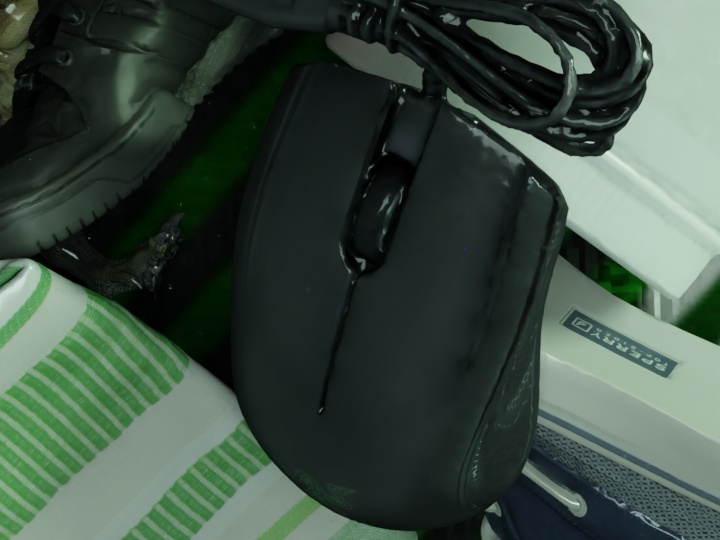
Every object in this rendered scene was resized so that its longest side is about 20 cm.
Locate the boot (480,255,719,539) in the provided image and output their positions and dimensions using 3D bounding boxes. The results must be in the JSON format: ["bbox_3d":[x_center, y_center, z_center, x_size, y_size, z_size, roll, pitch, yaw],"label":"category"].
[{"bbox_3d":[0.044,0.047,0.802,0.199,0.073,0.091,30,122,19],"label":"boot"}]

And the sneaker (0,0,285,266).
[{"bbox_3d":[-0.065,-0.099,0.758,0.200,0.060,0.104,-45,113,-28],"label":"sneaker"}]

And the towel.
[{"bbox_3d":[-0.086,0.090,0.778,0.153,0.023,0.200,-46,134,2],"label":"towel"}]

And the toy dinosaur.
[{"bbox_3d":[-0.108,0.004,0.807,0.088,0.047,0.201,24,96,6],"label":"toy dinosaur"}]

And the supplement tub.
[{"bbox_3d":[0.097,-0.108,0.765,0.132,0.132,0.200,34,95,-9],"label":"supplement tub"}]

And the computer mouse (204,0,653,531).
[{"bbox_3d":[0.000,0.000,0.719,0.138,0.053,0.201,23,134,23],"label":"computer mouse"}]
